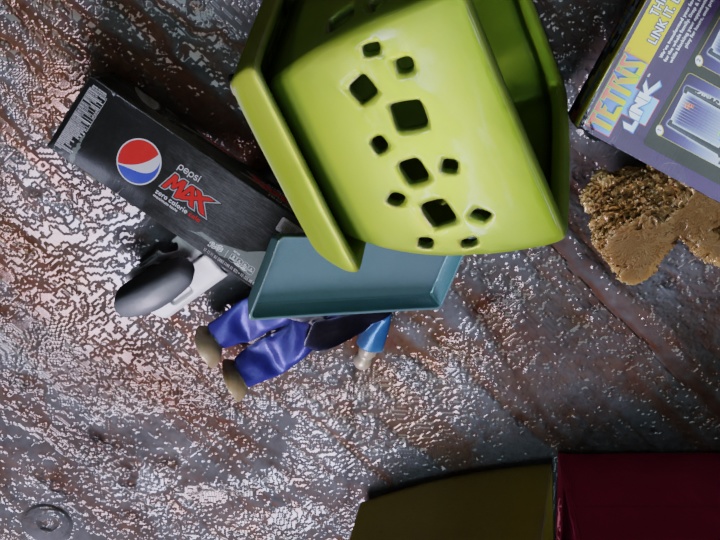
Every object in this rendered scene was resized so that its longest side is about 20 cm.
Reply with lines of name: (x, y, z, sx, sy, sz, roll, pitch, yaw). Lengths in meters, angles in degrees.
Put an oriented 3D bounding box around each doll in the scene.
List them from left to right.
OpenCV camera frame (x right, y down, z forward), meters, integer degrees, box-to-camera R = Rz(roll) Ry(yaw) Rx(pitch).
doll: (-0.031, 0.034, 1.195, 0.199, 0.049, 0.137, -29, 117, 13)

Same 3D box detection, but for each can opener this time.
can opener: (-0.107, -0.020, 1.156, 0.199, 0.067, 0.053, -36, 115, 18)

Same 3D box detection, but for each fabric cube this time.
fabric cube: (0.270, 0.283, 1.240, 0.197, 0.200, 0.198, -1, 110, 3)

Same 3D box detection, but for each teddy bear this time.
teddy bear: (0.264, -0.072, 1.112, 0.145, 0.067, 0.200, 35, 112, -30)

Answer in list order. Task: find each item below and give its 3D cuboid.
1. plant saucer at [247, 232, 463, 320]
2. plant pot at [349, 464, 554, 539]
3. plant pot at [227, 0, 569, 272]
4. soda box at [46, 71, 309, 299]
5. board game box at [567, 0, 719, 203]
plant saucer: (0.000, 0.000, 1.091, 0.199, 0.019, 0.070, -3, 124, -44)
plant pot: (0.076, 0.304, 1.293, 0.174, 0.201, 0.202, 2, 125, 12)
plant pot: (0.028, -0.127, 1.002, 0.180, 0.200, 0.201, -15, 123, 19)
soda box: (-0.126, -0.065, 1.084, 0.199, 0.071, 0.064, 35, 101, -2)
board game box: (0.264, -0.153, 1.014, 0.164, 0.057, 0.201, 27, 105, -5)
